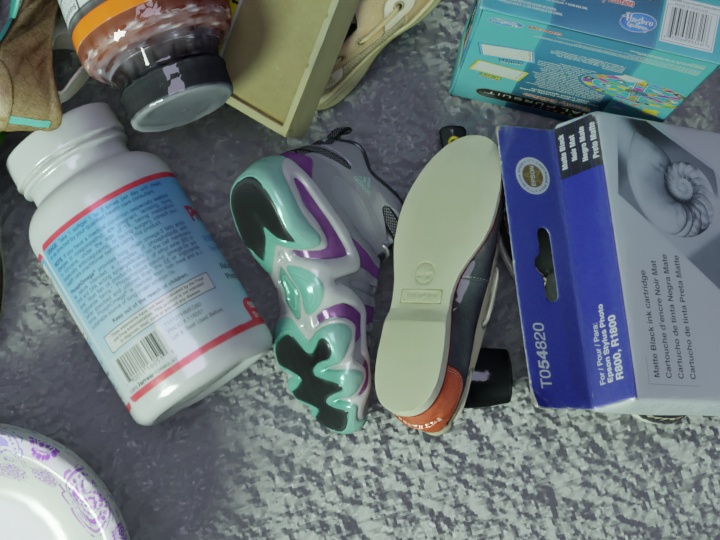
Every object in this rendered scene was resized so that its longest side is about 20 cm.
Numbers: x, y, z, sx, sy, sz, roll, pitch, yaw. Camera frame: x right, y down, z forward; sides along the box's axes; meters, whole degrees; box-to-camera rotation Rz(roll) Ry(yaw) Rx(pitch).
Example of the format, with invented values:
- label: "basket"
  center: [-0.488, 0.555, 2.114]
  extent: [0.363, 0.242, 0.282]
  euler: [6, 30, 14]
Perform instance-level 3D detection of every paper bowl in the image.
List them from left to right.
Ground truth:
- label: "paper bowl"
  center: [-0.246, 0.199, 0.937]
  extent: [0.198, 0.104, 0.204]
  euler: [0, 89, -9]

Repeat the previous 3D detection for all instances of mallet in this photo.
- label: "mallet"
  center: [0.080, -0.002, 1.019]
  extent: [0.065, 0.041, 0.203]
  euler: [5, 79, 0]

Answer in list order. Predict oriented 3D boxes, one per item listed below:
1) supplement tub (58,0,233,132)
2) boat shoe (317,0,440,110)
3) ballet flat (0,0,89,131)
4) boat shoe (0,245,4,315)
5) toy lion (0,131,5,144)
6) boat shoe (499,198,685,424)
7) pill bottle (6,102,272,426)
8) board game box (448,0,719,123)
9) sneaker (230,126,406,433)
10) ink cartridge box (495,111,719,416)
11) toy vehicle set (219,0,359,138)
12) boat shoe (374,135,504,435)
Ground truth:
- label: "supplement tub"
  center: [-0.147, -0.195, 0.934]
  extent: [0.106, 0.107, 0.202]
  euler: [-21, 83, -5]
- label: "boat shoe"
  center: [0.003, -0.189, 0.979]
  extent: [0.071, 0.064, 0.201]
  euler: [47, 114, 21]
- label: "ballet flat"
  center: [-0.208, -0.162, 0.974]
  extent: [0.072, 0.068, 0.201]
  euler: [17, 42, -15]
- label: "boat shoe"
  center: [-0.276, -0.028, 0.965]
  extent: [0.073, 0.073, 0.203]
  euler: [-4, 104, -11]
- label: "toy lion"
  center: [-0.344, -0.133, 1.011]
  extent: [0.197, 0.069, 0.194]
  euler: [13, 90, -1]
- label: "boat shoe"
  center: [0.165, 0.020, 1.004]
  extent: [0.073, 0.060, 0.201]
  euler: [-33, 85, -6]
- label: "pill bottle"
  center: [-0.153, -0.007, 0.973]
  extent: [0.108, 0.109, 0.201]
  euler: [-31, 85, -6]
- label: "board game box"
  center: [0.144, -0.147, 0.955]
  extent: [0.149, 0.200, 0.048]
  euler: [13, 82, 0]
- label: "sneaker"
  center: [0.000, 0.000, 0.998]
  extent: [0.139, 0.077, 0.202]
  euler: [-32, 117, -37]
- label: "ink cartridge box"
  center: [0.193, -0.004, 0.961]
  extent: [0.198, 0.041, 0.202]
  euler: [4, 69, -27]
- label: "toy vehicle set"
  center: [-0.097, -0.190, 0.982]
  extent: [0.199, 0.026, 0.125]
  euler: [32, 108, 23]
- label: "boat shoe"
  center: [0.060, 0.009, 0.970]
  extent: [0.070, 0.062, 0.202]
  euler: [3, 71, 32]
